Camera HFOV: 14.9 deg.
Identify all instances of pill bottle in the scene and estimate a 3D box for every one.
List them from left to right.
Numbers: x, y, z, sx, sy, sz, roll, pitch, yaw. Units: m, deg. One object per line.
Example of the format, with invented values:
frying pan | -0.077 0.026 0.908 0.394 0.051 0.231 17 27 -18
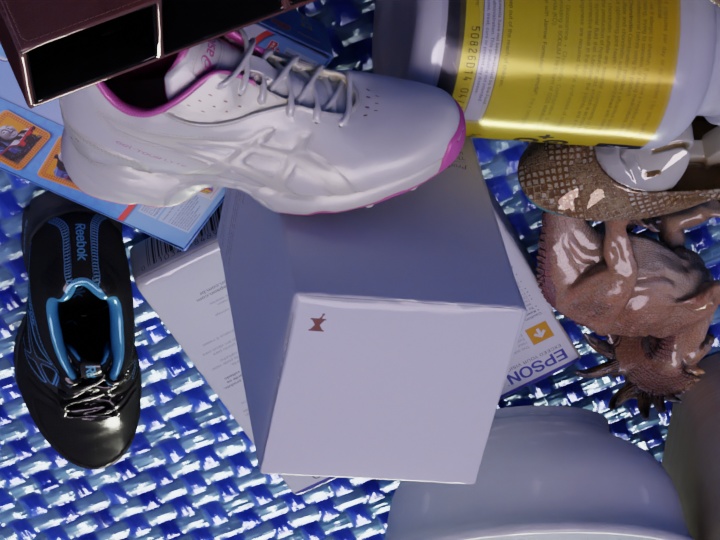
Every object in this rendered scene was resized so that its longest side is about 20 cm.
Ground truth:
pill bottle | 0.113 -0.120 1.415 0.200 0.112 0.112 4 129 -13

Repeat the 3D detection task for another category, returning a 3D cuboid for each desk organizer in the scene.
desk organizer | -0.076 -0.152 1.250 0.200 0.077 0.072 -22 163 -10

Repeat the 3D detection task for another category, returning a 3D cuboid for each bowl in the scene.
bowl | 0.104 0.135 1.647 0.201 0.091 0.201 -1 163 0

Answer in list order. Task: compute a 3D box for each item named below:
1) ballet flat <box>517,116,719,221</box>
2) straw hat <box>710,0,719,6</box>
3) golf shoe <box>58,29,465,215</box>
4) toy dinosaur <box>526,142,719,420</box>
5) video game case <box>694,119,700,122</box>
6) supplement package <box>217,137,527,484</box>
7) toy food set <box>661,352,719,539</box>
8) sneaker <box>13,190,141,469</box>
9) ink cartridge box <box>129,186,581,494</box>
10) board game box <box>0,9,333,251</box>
ballet flat | 0.185 -0.069 1.498 0.200 0.071 0.065 -7 158 -15
straw hat | 0.163 -0.221 1.374 0.201 0.201 0.085 34 160 -32
golf shoe | -0.050 -0.077 1.324 0.200 0.075 0.092 -2 141 3
toy dinosaur | 0.152 0.014 1.584 0.200 0.086 0.136 31 124 -26
video game case | 0.162 -0.150 1.485 0.200 0.017 0.143 25 122 -28
supplement package | 0.000 0.000 1.412 0.117 0.200 0.117 5 126 -13
toy food set | 0.228 0.168 1.686 0.060 0.144 0.200 -2 130 -8
sneaker | -0.161 0.049 1.555 0.073 0.082 0.200 -8 132 -6
ink cartridge box | -0.001 0.019 1.584 0.196 0.043 0.200 -26 131 9
board game box | -0.139 -0.107 1.454 0.200 0.037 0.151 24 122 -27
